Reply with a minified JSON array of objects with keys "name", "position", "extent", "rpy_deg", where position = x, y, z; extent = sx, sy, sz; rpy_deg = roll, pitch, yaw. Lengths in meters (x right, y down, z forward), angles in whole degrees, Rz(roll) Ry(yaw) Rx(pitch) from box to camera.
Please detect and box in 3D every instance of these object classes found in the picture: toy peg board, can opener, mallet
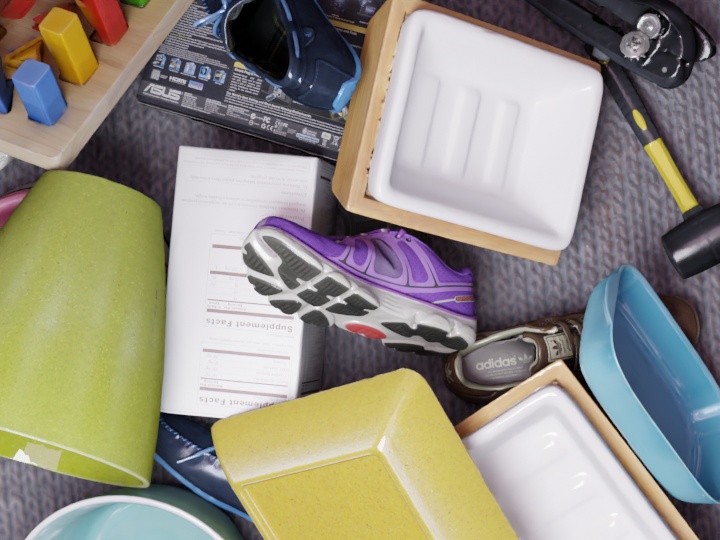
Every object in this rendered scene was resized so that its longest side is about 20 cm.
[{"name":"toy peg board","position":[-0.264,-0.203,1.497],"extent":[0.199,0.098,0.199],"rpy_deg":[20,60,25]},{"name":"can opener","position":[0.175,-0.202,1.510],"extent":[0.200,0.079,0.064],"rpy_deg":[31,98,18]},{"name":"mallet","position":[0.219,-0.086,1.514],"extent":[0.066,0.041,0.200],"rpy_deg":[-37,78,8]}]

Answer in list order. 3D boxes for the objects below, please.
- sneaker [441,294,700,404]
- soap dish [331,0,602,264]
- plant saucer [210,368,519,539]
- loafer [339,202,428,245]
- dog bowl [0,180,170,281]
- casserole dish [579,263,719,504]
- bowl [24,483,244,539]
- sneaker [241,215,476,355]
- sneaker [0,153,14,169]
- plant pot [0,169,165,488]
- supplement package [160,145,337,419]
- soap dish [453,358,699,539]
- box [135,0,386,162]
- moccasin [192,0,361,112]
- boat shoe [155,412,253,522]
[{"name":"sneaker","position":[0.159,0.065,1.493],"extent":[0.199,0.076,0.071],"rpy_deg":[-15,85,9]},{"name":"soap dish","position":[0.077,-0.101,1.458],"extent":[0.199,0.081,0.158],"rpy_deg":[14,87,-35]},{"name":"plant saucer","position":[0.002,0.183,1.426],"extent":[0.199,0.048,0.200],"rpy_deg":[-18,111,35]},{"name":"loafer","position":[0.024,-0.049,1.536],"extent":[0.072,0.063,0.201],"rpy_deg":[2,84,32]},{"name":"dog bowl","position":[-0.246,0.023,1.562],"extent":[0.199,0.074,0.201],"rpy_deg":[0,88,9]},{"name":"casserole dish","position":[0.213,0.087,1.434],"extent":[0.039,0.121,0.200],"rpy_deg":[-22,122,30]},{"name":"bowl","position":[-0.160,0.243,1.507],"extent":[0.200,0.105,0.202],"rpy_deg":[3,108,9]},{"name":"sneaker","position":[0.000,0.000,1.448],"extent":[0.081,0.200,0.084],"rpy_deg":[-24,52,48]},{"name":"sneaker","position":[-0.364,-0.101,1.586],"extent":[0.199,0.100,0.078],"rpy_deg":[2,45,29]},{"name":"plant pot","position":[-0.216,0.036,1.444],"extent":[0.186,0.187,0.201],"rpy_deg":[13,76,9]},{"name":"supplement package","position":[-0.085,0.012,1.515],"extent":[0.109,0.114,0.201],"rpy_deg":[5,89,9]},{"name":"soap dish","position":[0.144,0.176,1.456],"extent":[0.157,0.081,0.200],"rpy_deg":[-35,100,20]},{"name":"box","position":[-0.062,-0.180,1.531],"extent":[0.199,0.049,0.162],"rpy_deg":[17,92,25]},{"name":"moccasin","position":[-0.069,-0.185,1.439],"extent":[0.200,0.068,0.081],"rpy_deg":[40,111,48]},{"name":"boat shoe","position":[-0.070,0.154,1.530],"extent":[0.199,0.084,0.069],"rpy_deg":[28,108,-5]}]
